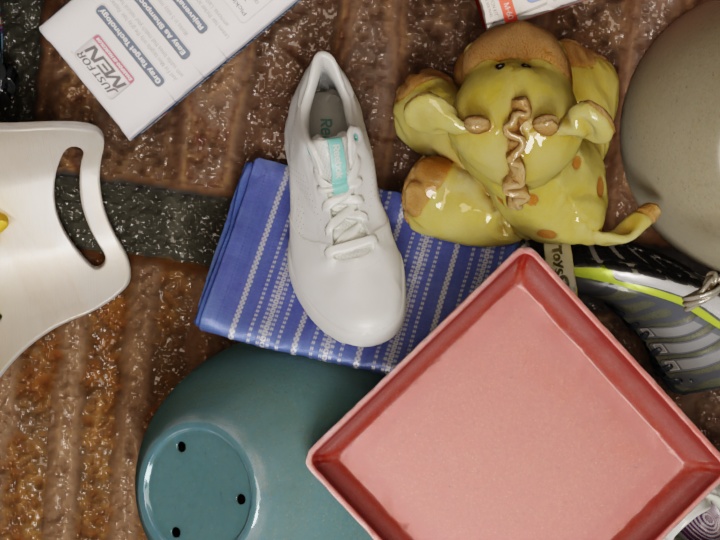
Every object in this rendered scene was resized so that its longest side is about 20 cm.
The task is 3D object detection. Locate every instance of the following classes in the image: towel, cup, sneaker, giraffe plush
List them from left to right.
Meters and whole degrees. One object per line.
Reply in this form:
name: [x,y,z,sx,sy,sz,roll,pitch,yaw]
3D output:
sneaker: [-0.016,-0.050,1.563,0.075,0.089,0.201,-10,63,-8]
towel: [0.000,0.000,1.594,0.199,0.024,0.145,12,56,8]
giraffe plush: [0.098,-0.089,1.529,0.172,0.162,0.201,-24,64,1]
sneaker: [0.193,0.126,1.584,0.200,0.100,0.075,42,99,-3]
sneaker: [0.212,0.039,1.618,0.199,0.074,0.081,21,105,-11]
cup: [0.278,-0.084,1.572,0.199,0.143,0.202,0,98,0]

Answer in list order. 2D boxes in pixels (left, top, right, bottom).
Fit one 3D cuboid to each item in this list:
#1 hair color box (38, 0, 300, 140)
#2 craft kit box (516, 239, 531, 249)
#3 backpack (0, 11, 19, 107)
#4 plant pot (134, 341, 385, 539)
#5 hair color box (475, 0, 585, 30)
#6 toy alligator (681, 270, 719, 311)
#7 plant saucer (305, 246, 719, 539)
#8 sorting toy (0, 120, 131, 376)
hair color box: [-0.108,-0.190,1.605,0.200,0.061,0.100,-39,95,6]
craft kit box: [0.100,0.115,1.655,0.200,0.049,0.198,-40,93,6]
backpack: [-0.305,-0.195,1.549,0.134,0.183,0.201,-10,95,-4]
plant pot: [-0.073,0.141,1.575,0.199,0.135,0.202,0,90,29]
hair color box: [0.162,-0.242,1.592,0.199,0.064,0.112,-18,97,2]
toy alligator: [0.273,-0.049,1.474,0.199,0.059,0.054,-32,96,5]
plant saucer: [0.099,0.123,1.520,0.200,0.037,0.200,-43,94,-5]
sorting toy: [-0.251,-0.025,1.617,0.179,0.107,0.201,-13,113,-10]
